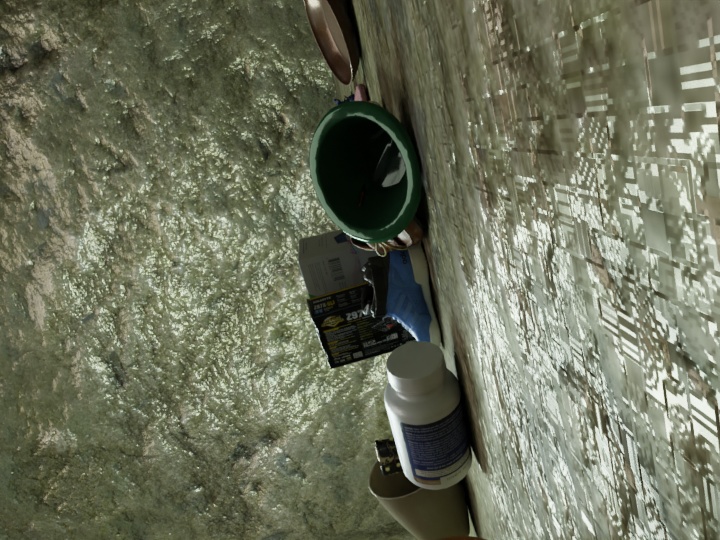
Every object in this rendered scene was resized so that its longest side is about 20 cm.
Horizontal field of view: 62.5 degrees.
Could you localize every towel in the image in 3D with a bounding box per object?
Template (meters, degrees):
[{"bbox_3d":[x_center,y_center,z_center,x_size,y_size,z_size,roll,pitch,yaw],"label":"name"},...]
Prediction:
[{"bbox_3d":[0.024,-0.263,1.213,0.144,0.022,0.202,176,79,-88],"label":"towel"}]

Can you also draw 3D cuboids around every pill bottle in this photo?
[{"bbox_3d":[0.096,0.207,0.859,0.111,0.110,0.202,-104,0,-62],"label":"pill bottle"}]

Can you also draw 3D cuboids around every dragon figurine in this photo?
[{"bbox_3d":[-0.033,-0.413,1.510,0.201,0.058,0.100,-105,1,-62],"label":"dragon figurine"}]

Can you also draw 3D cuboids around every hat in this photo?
[{"bbox_3d":[0.041,-0.154,0.798,0.175,0.165,0.202,-27,-86,-51],"label":"hat"}]

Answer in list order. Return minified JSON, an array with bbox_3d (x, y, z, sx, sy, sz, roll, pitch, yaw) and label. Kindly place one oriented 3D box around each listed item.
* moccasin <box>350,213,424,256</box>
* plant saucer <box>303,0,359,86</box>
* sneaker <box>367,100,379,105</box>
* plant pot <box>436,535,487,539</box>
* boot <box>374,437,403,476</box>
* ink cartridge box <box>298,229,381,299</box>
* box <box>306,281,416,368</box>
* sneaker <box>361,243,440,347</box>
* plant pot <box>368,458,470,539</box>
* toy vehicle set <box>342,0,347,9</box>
[{"bbox_3d":[0.030,-0.058,0.844,0.074,0.077,0.201,58,166,-15],"label":"moccasin"},{"bbox_3d":[-0.050,-0.452,1.120,0.202,0.036,0.201,59,171,15],"label":"plant saucer"},{"bbox_3d":[0.014,-0.171,0.901,0.077,0.081,0.201,77,176,-53],"label":"sneaker"},{"bbox_3d":[0.103,0.355,0.500,0.140,0.198,0.203,-170,65,-72],"label":"plant pot"},{"bbox_3d":[0.102,0.315,1.065,0.200,0.149,0.074,75,180,-67],"label":"boot"},{"bbox_3d":[0.000,0.000,1.075,0.088,0.198,0.147,-98,-7,-61],"label":"ink cartridge box"},{"bbox_3d":[0.021,0.087,1.038,0.161,0.198,0.050,74,179,-46],"label":"box"},{"bbox_3d":[0.058,0.058,0.923,0.077,0.110,0.202,-105,0,-57],"label":"sneaker"},{"bbox_3d":[0.142,0.472,1.222,0.201,0.186,0.187,61,-176,-16],"label":"plant pot"},{"bbox_3d":[-0.060,-0.585,1.163,0.125,0.026,0.202,76,180,-56],"label":"toy vehicle set"}]
